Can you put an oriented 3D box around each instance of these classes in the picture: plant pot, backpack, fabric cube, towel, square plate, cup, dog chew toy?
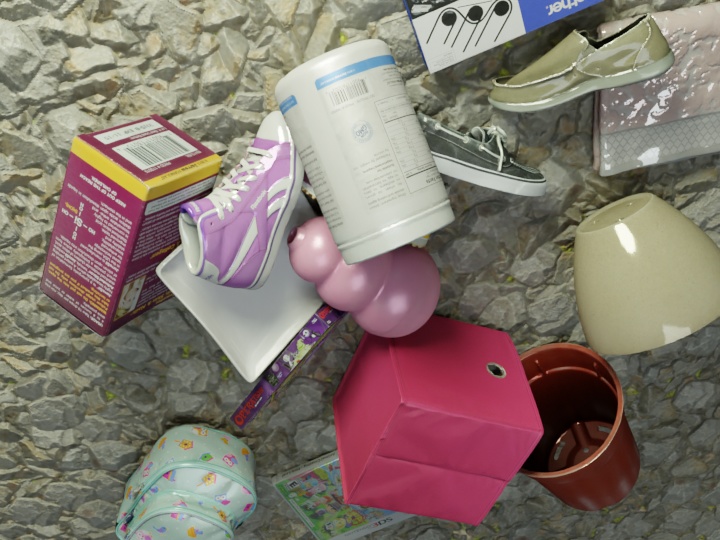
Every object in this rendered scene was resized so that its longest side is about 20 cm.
[{"bbox_3d":[0.306,0.242,1.162,0.200,0.202,0.195,-30,133,13],"label":"plant pot"},{"bbox_3d":[-0.243,0.330,1.155,0.175,0.154,0.201,27,111,-19],"label":"backpack"},{"bbox_3d":[0.093,0.191,1.078,0.197,0.197,0.201,15,123,-17],"label":"fabric cube"},{"bbox_3d":[0.371,-0.211,0.936,0.198,0.032,0.192,-11,126,-2],"label":"towel"},{"bbox_3d":[-0.121,-0.002,0.956,0.198,0.028,0.201,-48,128,-21],"label":"square plate"},{"bbox_3d":[0.346,-0.010,0.996,0.199,0.200,0.144,-27,100,11],"label":"cup"},{"bbox_3d":[0.000,0.000,0.967,0.199,0.125,0.125,28,117,-27],"label":"dog chew toy"}]

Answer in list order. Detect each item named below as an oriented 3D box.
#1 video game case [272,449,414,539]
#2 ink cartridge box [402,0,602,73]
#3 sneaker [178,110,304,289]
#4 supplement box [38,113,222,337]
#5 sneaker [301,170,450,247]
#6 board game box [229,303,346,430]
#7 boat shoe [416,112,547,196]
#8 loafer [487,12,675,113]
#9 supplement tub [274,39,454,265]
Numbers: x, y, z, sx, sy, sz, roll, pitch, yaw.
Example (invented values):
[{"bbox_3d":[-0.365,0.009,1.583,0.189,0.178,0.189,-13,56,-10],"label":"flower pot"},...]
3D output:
[{"bbox_3d":[-0.018,0.362,1.289,0.181,0.022,0.201,-24,125,8],"label":"video game case"},{"bbox_3d":[0.147,-0.291,0.833,0.198,0.044,0.094,-22,128,7],"label":"ink cartridge box"},{"bbox_3d":[-0.130,-0.082,0.856,0.114,0.072,0.203,14,90,-44],"label":"sneaker"},{"bbox_3d":[-0.251,-0.051,0.874,0.103,0.131,0.201,33,120,11],"label":"supplement box"},{"bbox_3d":[0.010,-0.105,0.937,0.199,0.075,0.091,23,102,-23],"label":"sneaker"},{"bbox_3d":[-0.085,0.113,1.045,0.032,0.120,0.200,43,114,8],"label":"board game box"},{"bbox_3d":[0.141,-0.136,0.929,0.197,0.074,0.069,12,104,-22],"label":"boat shoe"},{"bbox_3d":[0.232,-0.226,0.870,0.198,0.075,0.070,-14,113,17],"label":"loafer"},{"bbox_3d":[0.004,-0.121,0.832,0.131,0.132,0.202,-21,95,7],"label":"supplement tub"}]
